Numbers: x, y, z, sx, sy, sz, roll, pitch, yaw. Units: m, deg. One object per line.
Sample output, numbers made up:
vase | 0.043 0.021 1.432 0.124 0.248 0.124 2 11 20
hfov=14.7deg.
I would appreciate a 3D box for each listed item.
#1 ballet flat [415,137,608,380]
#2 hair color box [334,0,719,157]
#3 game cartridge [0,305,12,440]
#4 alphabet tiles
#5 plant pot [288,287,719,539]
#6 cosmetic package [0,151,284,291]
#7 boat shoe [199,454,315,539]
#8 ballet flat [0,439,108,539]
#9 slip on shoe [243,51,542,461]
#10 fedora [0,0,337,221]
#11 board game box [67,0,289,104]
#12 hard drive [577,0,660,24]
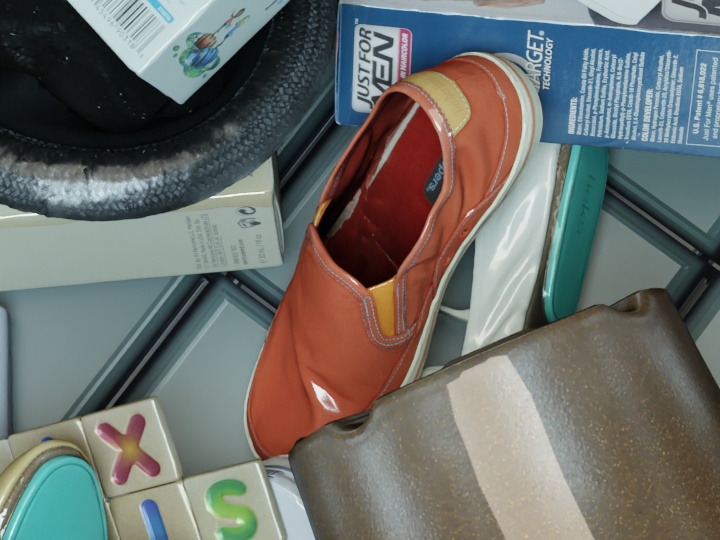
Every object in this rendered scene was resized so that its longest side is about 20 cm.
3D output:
ballet flat | 0.055 0.029 1.131 0.069 0.069 0.200 9 74 5
hair color box | 0.094 -0.101 1.129 0.200 0.061 0.100 5 37 4
game cartridge | -0.242 0.084 1.145 0.200 0.042 0.133 -3 74 2
alphabet tiles | -0.091 0.155 1.083 0.166 0.006 0.200 -16 95 22
plant pot | 0.080 0.124 0.991 0.200 0.200 0.199 -23 82 -2
cosmetic package | -0.134 -0.051 1.138 0.200 0.073 0.104 -6 66 -1
boat shoe | 0.000 0.165 1.093 0.071 0.070 0.200 -24 93 23
ballet flat | -0.140 0.157 1.066 0.063 0.069 0.200 16 105 42
slip on shoe | 0.000 0.000 1.096 0.074 0.061 0.200 47 123 29
fedora | -0.107 -0.092 1.064 0.200 0.092 0.201 1 68 -1
board game box | -0.044 -0.181 0.984 0.200 0.064 0.148 -44 74 6
hard drive | 0.047 -0.193 1.104 0.026 0.132 0.200 -44 36 29
